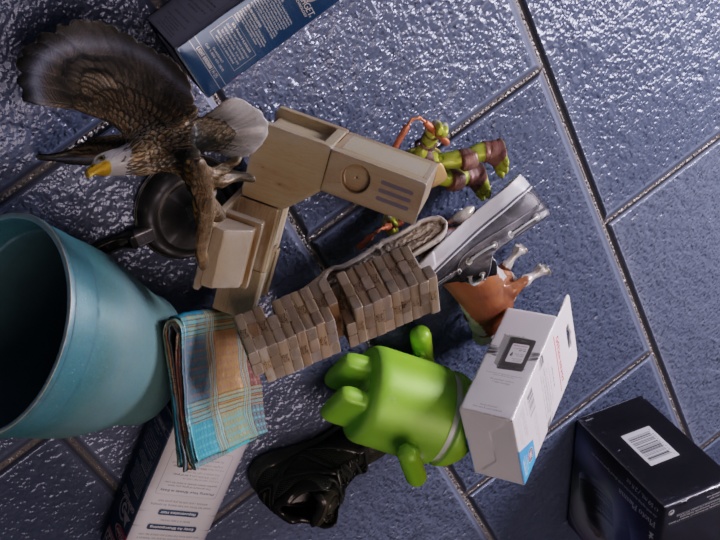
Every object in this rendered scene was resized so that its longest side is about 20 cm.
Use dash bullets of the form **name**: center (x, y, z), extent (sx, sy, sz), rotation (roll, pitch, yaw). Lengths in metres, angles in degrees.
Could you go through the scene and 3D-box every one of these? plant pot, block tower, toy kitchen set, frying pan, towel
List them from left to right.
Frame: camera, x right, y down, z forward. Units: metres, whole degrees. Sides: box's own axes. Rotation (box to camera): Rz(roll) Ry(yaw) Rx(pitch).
- **plant pot**: center (-0.272, 0.067, 1.090), extent (0.187, 0.200, 0.201), rotation (21, 107, -53)
- **frying pan**: center (-0.206, -0.056, 1.154), extent (0.188, 0.031, 0.117), rotation (-9, 120, -28)
- **towel**: center (-0.142, 0.112, 1.170), extent (0.021, 0.200, 0.149), rotation (-7, 90, 17)
- **toy kitchen set**: center (-0.048, -0.023, 1.122), extent (0.178, 0.163, 0.202), rotation (20, 113, 5)
- **block tower**: center (-0.022, 0.042, 1.138), extent (0.197, 0.058, 0.054), rotation (-21, 139, -9)
- **towel**: center (0.000, 0.000, 1.231), extent (0.198, 0.133, 0.035), rotation (-30, 89, -3)

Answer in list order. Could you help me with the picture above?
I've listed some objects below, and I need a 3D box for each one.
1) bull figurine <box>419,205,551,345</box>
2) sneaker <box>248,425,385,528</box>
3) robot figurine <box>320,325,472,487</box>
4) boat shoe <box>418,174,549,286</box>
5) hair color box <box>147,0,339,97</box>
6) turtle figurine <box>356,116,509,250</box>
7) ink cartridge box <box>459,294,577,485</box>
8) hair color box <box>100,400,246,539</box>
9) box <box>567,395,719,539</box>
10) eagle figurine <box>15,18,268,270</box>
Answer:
- **bull figurine**: center (0.148, 0.007, 1.360), extent (0.121, 0.065, 0.200), rotation (-45, 130, -1)
- **sneaker**: center (-0.024, 0.243, 1.374), extent (0.197, 0.114, 0.077), rotation (-19, 127, -21)
- **robot figurine**: center (0.056, 0.160, 1.349), extent (0.198, 0.178, 0.116), rotation (19, 144, -17)
- **boat shoe**: center (0.122, -0.016, 1.261), extent (0.199, 0.072, 0.068), rotation (-41, 89, -8)
- **hair color box**: center (-0.089, -0.252, 1.054), extent (0.199, 0.100, 0.061), rotation (-37, 127, -4)
- **turtle figurine**: center (0.071, -0.102, 1.255), extent (0.159, 0.065, 0.201), rotation (-5, 140, -26)
- **ink cartridge box**: center (0.187, 0.130, 1.339), extent (0.201, 0.066, 0.117), rotation (-58, 145, -38)
- **hair color box**: center (-0.209, 0.243, 1.293), extent (0.099, 0.061, 0.202), rotation (13, 110, -34)
- **box**: center (0.392, 0.322, 1.591), extent (0.122, 0.200, 0.201), rotation (-16, 124, -20)
- **eagle figurine**: center (-0.197, -0.118, 1.013), extent (0.153, 0.199, 0.150), rotation (-59, 155, 10)
